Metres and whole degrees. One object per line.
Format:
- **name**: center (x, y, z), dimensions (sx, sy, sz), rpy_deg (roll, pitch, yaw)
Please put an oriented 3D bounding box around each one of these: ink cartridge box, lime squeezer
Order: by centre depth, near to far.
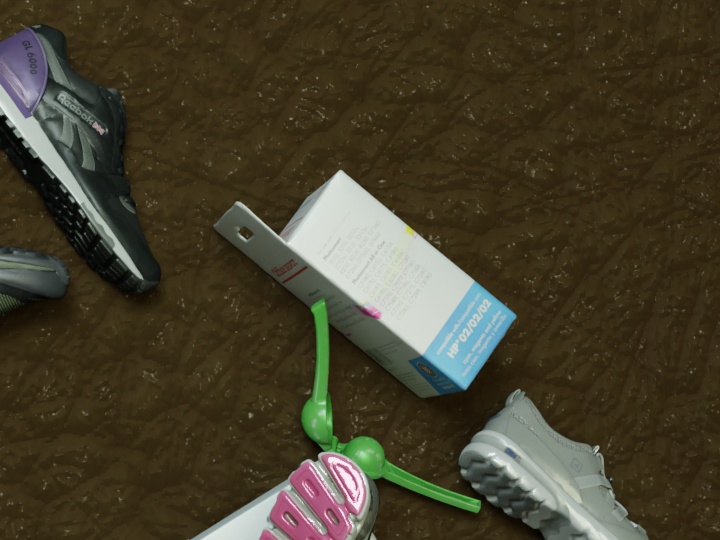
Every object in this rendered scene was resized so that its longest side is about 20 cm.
- **ink cartridge box**: center (0.000, 0.000, 1.177), dimensions (0.199, 0.115, 0.068), rpy_deg (39, 76, -7)
- **lime squeezer**: center (0.003, 0.112, 1.197), dimensions (0.070, 0.038, 0.201), rpy_deg (-36, 109, 3)

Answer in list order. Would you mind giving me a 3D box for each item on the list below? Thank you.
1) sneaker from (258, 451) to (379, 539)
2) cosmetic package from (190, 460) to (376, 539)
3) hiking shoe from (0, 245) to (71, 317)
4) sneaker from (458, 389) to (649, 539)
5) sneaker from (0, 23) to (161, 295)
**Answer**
- **sneaker**: center (-0.046, 0.209, 1.112), dimensions (0.073, 0.087, 0.201), rpy_deg (33, 96, 20)
- **cosmetic package**: center (-0.070, 0.246, 1.164), dimensions (0.199, 0.052, 0.152), rpy_deg (-31, 88, -15)
- **hiking shoe**: center (-0.289, 0.040, 1.131), dimensions (0.197, 0.076, 0.102), rpy_deg (-10, 94, -6)
- **sneaker**: center (0.166, 0.166, 1.219), dimensions (0.200, 0.075, 0.082), rpy_deg (43, 59, -15)
- **sneaker**: center (-0.185, -0.081, 1.166), dimensions (0.087, 0.076, 0.201), rpy_deg (-37, 93, -21)
